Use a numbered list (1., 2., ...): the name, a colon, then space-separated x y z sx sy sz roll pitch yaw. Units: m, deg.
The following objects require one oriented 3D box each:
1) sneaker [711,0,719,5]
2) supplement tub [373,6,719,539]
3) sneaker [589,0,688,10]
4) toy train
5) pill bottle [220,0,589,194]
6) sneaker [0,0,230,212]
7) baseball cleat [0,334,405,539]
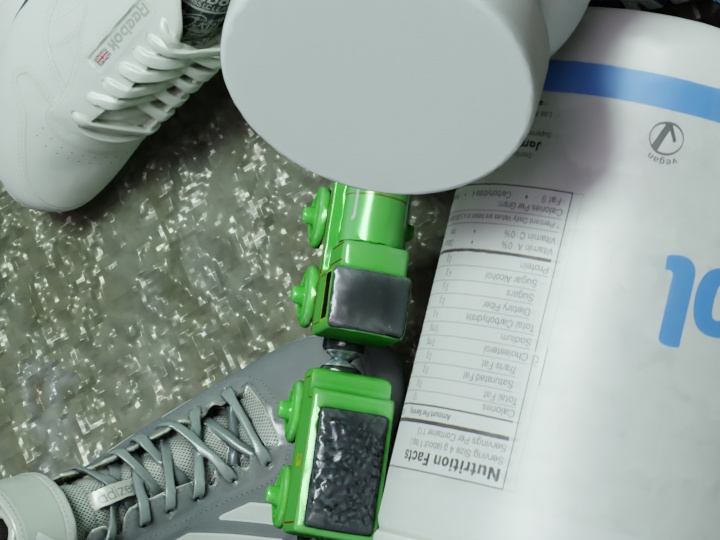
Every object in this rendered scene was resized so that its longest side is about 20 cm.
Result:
1. sneaker: 0.165 -0.170 0.753 0.082 0.073 0.201 30 90 21
2. supplement tub: 0.085 0.025 0.772 0.131 0.132 0.202 10 84 24
3. sneaker: 0.126 -0.114 0.817 0.199 0.070 0.109 -35 66 10
4. toy train: 0.000 0.000 0.811 0.041 0.056 0.202 9 81 -10
5. pill bottle: 0.024 -0.128 0.728 0.115 0.117 0.201 -5 47 22
6. sneaker: -0.082 -0.093 0.867 0.081 0.076 0.201 52 128 34
7. baseball cleat: -0.075 0.085 0.841 0.200 0.106 0.070 -40 62 9
